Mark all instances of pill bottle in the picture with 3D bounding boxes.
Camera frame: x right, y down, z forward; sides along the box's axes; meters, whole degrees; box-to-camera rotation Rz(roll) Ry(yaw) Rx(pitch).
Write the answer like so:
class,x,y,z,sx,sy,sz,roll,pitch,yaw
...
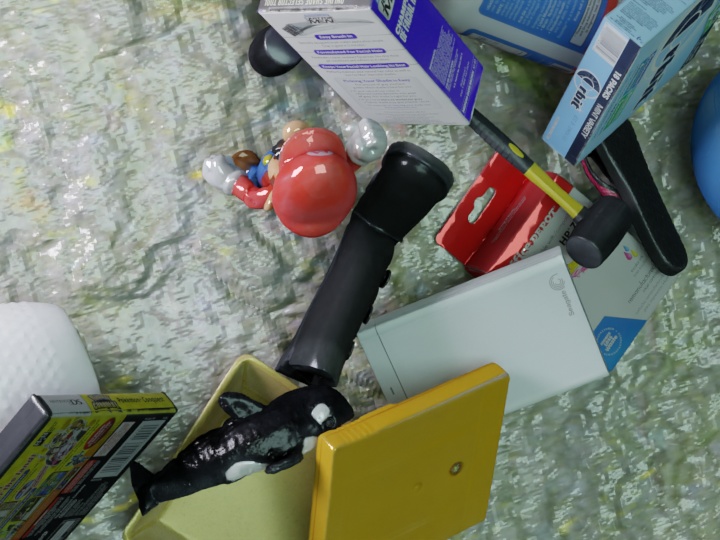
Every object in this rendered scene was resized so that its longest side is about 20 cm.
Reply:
class,x,y,z,sx,sy,sz,roll,pitch,yaw
pill bottle,0.130,-0.257,1.431,0.199,0.112,0.113,18,91,-18

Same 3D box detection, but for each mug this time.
class,x,y,z,sx,sy,sz,roll,pitch,yaw
mug,-0.309,0.125,1.343,0.174,0.148,0.201,-24,130,-17

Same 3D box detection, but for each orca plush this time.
class,x,y,z,sx,sy,sz,roll,pitch,yaw
orca plush,-0.109,0.133,1.365,0.199,0.105,0.072,-18,106,12

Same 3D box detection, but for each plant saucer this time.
class,x,y,z,sx,sy,sz,roll,pitch,yaw
plant saucer,-0.086,0.205,1.453,0.199,0.048,0.201,35,87,-17

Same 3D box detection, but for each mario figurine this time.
class,x,y,z,sx,sy,sz,roll,pitch,yaw
mario figurine,-0.056,-0.097,1.349,0.106,0.200,0.124,39,85,-17

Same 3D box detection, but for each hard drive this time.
class,x,y,z,sx,sy,sz,roll,pitch,yaw
hard drive,0.112,0.073,1.461,0.199,0.027,0.133,-22,112,8

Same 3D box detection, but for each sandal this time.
class,x,y,z,sx,sy,sz,roll,pitch,yaw
sandal,0.241,-0.082,1.496,0.075,0.045,0.201,-16,81,-53

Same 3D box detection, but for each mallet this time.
class,x,y,z,sx,sy,sz,roll,pitch,yaw
mallet,0.151,-0.079,1.423,0.199,0.041,0.066,36,59,-5
mallet,-0.045,-0.265,1.396,0.041,0.066,0.201,21,89,-15

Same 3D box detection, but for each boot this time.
class,x,y,z,sx,sy,sz,roll,pitch,yaw
boot,0.000,0.000,1.377,0.065,0.165,0.201,30,74,-1

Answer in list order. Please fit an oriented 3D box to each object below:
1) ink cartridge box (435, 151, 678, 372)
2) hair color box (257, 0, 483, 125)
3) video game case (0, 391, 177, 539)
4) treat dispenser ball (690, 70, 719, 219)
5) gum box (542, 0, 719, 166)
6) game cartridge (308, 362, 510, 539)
class,x,y,z,sx,sy,sz,roll,pitch,yaw
ink cartridge box,0.182,-0.011,1.495,0.200,0.067,0.117,37,85,-16
hair color box,0.013,-0.195,1.351,0.200,0.109,0.065,38,61,-55
video game case,-0.264,0.176,1.313,0.200,0.180,0.026,-48,68,16
treat dispenser ball,0.407,-0.117,1.480,0.199,0.201,0.203,-2,97,-16
gum box,0.258,-0.205,1.413,0.045,0.170,0.200,42,59,13
game cartridge,0.041,0.185,1.424,0.199,0.032,0.177,-18,130,-32
